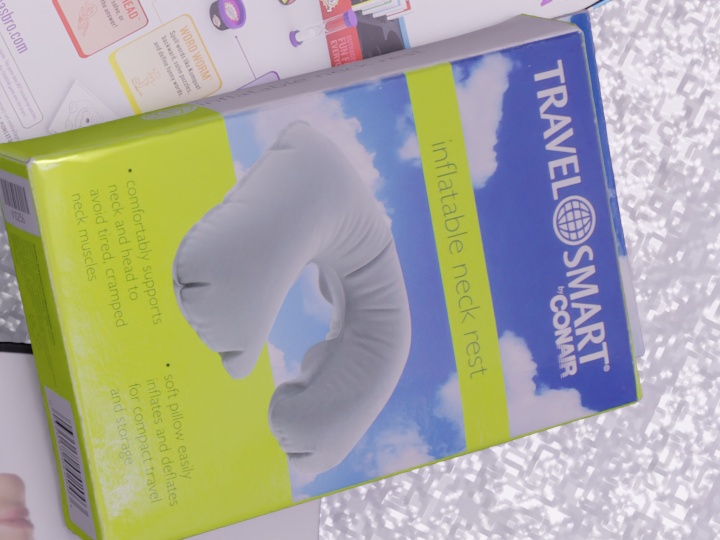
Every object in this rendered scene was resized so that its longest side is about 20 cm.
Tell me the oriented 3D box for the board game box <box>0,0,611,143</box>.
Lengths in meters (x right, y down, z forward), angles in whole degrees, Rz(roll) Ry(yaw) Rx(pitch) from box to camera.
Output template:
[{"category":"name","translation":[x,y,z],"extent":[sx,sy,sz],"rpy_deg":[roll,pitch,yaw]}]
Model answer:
[{"category":"board game box","translation":[-0.039,-0.107,0.796],"extent":[0.200,0.040,0.153],"rpy_deg":[-28,115,-8]}]

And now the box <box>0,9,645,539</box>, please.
[{"category":"box","translation":[0.000,0.000,0.778],"extent":[0.200,0.048,0.122],"rpy_deg":[-15,104,-21]}]

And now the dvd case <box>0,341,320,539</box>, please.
[{"category":"dvd case","translation":[-0.082,0.123,0.783],"extent":[0.142,0.018,0.200],"rpy_deg":[5,85,-23]}]
